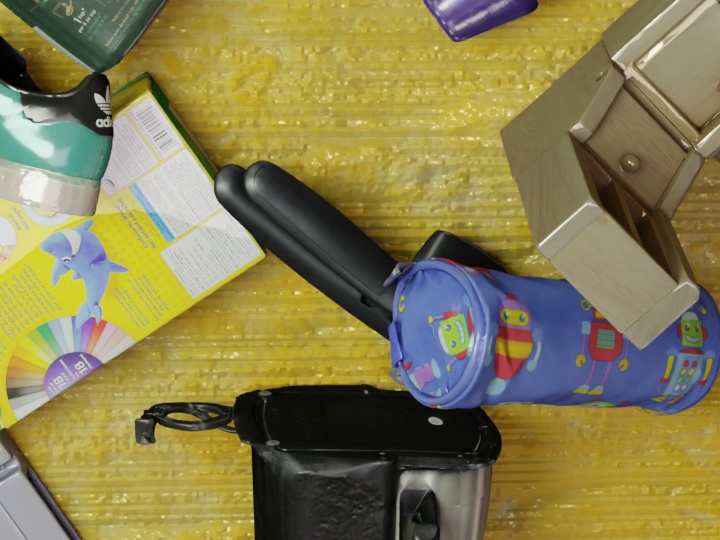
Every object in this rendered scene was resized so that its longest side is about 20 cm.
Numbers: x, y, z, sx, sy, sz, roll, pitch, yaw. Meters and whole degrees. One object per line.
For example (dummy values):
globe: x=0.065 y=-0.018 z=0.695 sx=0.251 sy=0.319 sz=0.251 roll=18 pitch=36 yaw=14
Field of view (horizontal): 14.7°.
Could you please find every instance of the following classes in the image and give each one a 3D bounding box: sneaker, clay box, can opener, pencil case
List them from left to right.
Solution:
sneaker: x=-0.217 y=-0.092 z=1.438 sx=0.200 sy=0.071 sz=0.080 roll=17 pitch=97 yaw=12
clay box: x=-0.164 y=-0.003 z=1.498 sx=0.200 sy=0.048 sz=0.115 roll=-32 pitch=109 yaw=6
can opener: x=0.000 y=0.000 z=1.502 sx=0.200 sy=0.063 sz=0.079 roll=32 pitch=60 yaw=-27
pencil case: x=0.101 y=0.037 z=1.480 sx=0.200 sy=0.087 sz=0.078 roll=4 pitch=79 yaw=-41

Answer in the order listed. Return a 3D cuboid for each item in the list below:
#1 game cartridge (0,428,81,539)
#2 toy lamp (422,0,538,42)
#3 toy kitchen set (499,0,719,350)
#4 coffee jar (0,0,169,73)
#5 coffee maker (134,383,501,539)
game cartridge: x=-0.202 y=0.199 z=1.572 sx=0.130 sy=0.038 sz=0.200 roll=-29 pitch=109 yaw=9
toy lamp: x=0.119 y=-0.192 z=1.458 sx=0.200 sy=0.058 sz=0.058 roll=-38 pitch=108 yaw=5
toy kitchen set: x=0.207 y=-0.056 z=1.444 sx=0.200 sy=0.180 sz=0.163 roll=-42 pitch=108 yaw=13
coffee jar: x=-0.183 y=-0.194 z=1.412 sx=0.200 sy=0.085 sz=0.104 roll=34 pitch=104 yaw=-16
coffee maker: x=-0.022 y=0.172 z=1.543 sx=0.192 sy=0.135 sz=0.200 roll=9 pitch=108 yaw=16
